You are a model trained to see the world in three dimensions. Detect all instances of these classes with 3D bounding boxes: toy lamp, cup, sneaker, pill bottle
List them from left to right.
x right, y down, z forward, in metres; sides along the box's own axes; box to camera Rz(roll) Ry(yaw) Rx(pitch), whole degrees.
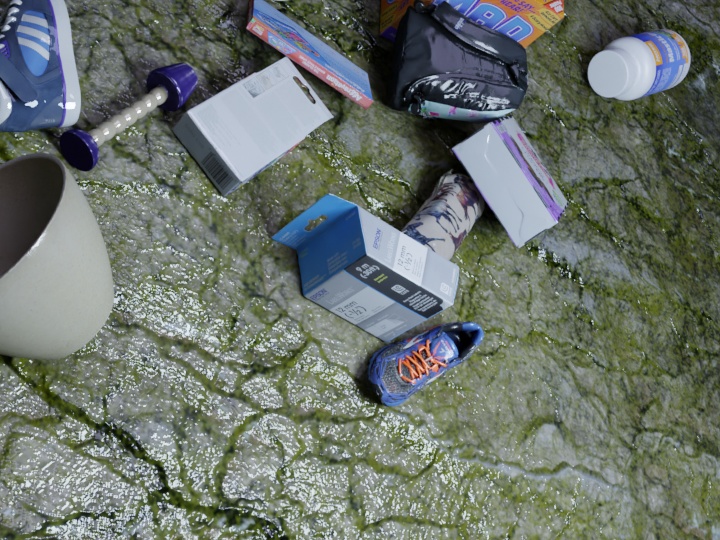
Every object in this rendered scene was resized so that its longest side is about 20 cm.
[{"bbox_3d":[-0.398,-0.246,1.128,0.146,0.081,0.201,-5,71,-37],"label":"sneaker"},{"bbox_3d":[-0.326,0.007,1.009,0.143,0.199,0.201,54,42,-39],"label":"cup"},{"bbox_3d":[-0.267,-0.189,1.217,0.058,0.058,0.200,48,48,-8],"label":"toy lamp"},{"bbox_3d":[0.085,0.109,1.325,0.200,0.078,0.076,-30,88,-42],"label":"sneaker"},{"bbox_3d":[0.498,-0.368,1.848,0.200,0.112,0.112,-21,82,-42],"label":"pill bottle"}]

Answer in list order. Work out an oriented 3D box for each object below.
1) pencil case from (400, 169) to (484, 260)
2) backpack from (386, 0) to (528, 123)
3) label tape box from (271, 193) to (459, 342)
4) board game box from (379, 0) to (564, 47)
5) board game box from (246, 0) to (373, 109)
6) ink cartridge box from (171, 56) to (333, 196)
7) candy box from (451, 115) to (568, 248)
[{"bbox_3d":[0.099,-0.056,1.417,0.090,0.078,0.200,57,47,-20],"label":"pencil case"},{"bbox_3d":[0.145,-0.293,1.513,0.199,0.127,0.168,10,90,-13],"label":"backpack"},{"bbox_3d":[0.000,0.000,1.270,0.199,0.143,0.066,28,54,-24],"label":"label tape box"},{"bbox_3d":[0.168,-0.451,1.577,0.199,0.200,0.201,20,58,-28],"label":"board game box"},{"bbox_3d":[-0.069,-0.301,1.417,0.200,0.019,0.103,32,24,-21],"label":"board game box"},{"bbox_3d":[-0.134,-0.189,1.323,0.109,0.050,0.200,52,47,-4],"label":"ink cartridge box"},{"bbox_3d":[0.224,-0.135,1.500,0.168,0.071,0.200,56,19,-1],"label":"candy box"}]
